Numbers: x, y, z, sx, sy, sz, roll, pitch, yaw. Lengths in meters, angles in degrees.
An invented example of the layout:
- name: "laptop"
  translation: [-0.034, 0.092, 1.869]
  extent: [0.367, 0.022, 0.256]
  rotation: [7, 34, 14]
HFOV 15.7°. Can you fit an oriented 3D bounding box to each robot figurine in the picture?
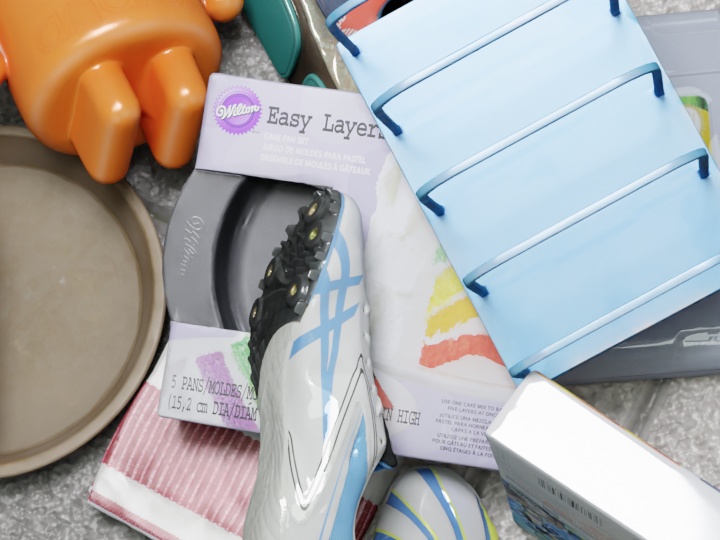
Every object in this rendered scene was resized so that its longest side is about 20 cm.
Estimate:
- name: "robot figurine"
  translation: [-0.147, -0.143, 1.411]
  extent: [0.144, 0.117, 0.200]
  rotation: [-34, 62, 10]

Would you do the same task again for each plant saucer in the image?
- name: "plant saucer"
  translation: [-0.201, 0.019, 1.418]
  extent: [0.200, 0.029, 0.200]
  rotation: [-3, 72, 8]

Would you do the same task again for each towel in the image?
- name: "towel"
  translation: [-0.038, 0.067, 1.384]
  extent: [0.144, 0.023, 0.200]
  rotation: [27, 80, 13]

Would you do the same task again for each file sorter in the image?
- name: "file sorter"
  translation: [0.088, -0.062, 1.247]
  extent: [0.139, 0.123, 0.200]
  rotation: [-28, 83, 4]

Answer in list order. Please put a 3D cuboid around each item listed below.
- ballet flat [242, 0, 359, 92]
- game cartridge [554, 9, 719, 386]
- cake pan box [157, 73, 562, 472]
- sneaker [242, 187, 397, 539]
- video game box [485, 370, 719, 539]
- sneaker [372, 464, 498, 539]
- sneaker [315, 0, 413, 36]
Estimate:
- name: "ballet flat"
  translation: [-0.012, -0.115, 1.425]
  extent: [0.062, 0.067, 0.200]
  rotation: [-19, 74, -24]
- name: "game cartridge"
  translation: [0.134, -0.040, 1.386]
  extent: [0.133, 0.040, 0.200]
  rotation: [-6, 72, 10]
- name: "cake pan box"
  translation: [0.000, 0.000, 1.344]
  extent: [0.200, 0.052, 0.184]
  rotation: [10, 87, 10]
- name: "sneaker"
  translation: [-0.016, 0.060, 1.293]
  extent: [0.072, 0.072, 0.200]
  rotation: [8, 81, -24]
- name: "video game box"
  translation: [0.158, 0.139, 1.249]
  extent: [0.200, 0.182, 0.047]
  rotation: [33, 77, 16]
- name: "sneaker"
  translation: [0.033, 0.187, 1.291]
  extent: [0.076, 0.105, 0.200]
  rotation: [-3, 73, 7]
- name: "sneaker"
  translation: [0.069, -0.164, 1.403]
  extent: [0.200, 0.075, 0.085]
  rotation: [-20, 78, -15]
